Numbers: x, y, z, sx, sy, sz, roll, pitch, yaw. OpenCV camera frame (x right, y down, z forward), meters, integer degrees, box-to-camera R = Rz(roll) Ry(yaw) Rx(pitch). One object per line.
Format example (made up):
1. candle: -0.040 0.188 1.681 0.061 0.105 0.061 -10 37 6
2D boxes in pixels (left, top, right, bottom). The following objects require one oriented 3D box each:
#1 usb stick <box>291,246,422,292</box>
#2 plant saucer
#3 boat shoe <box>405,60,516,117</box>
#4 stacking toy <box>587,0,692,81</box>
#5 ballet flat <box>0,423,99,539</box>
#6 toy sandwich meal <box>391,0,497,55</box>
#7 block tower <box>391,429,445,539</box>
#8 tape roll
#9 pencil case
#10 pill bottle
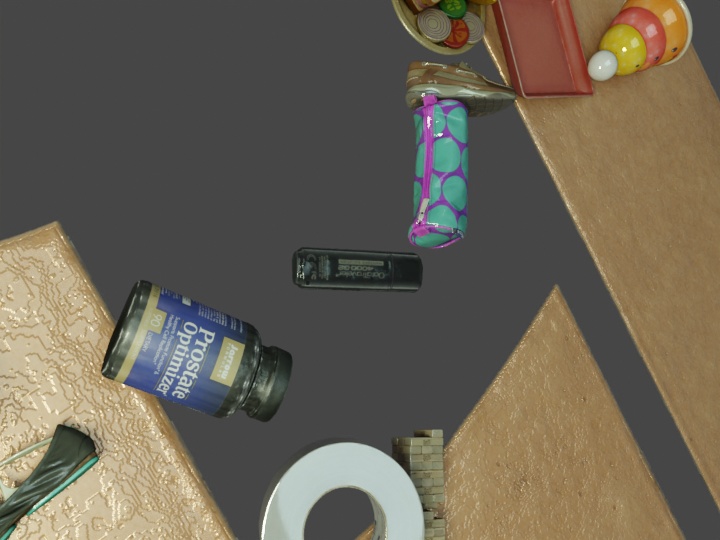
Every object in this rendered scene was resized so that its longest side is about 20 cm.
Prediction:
1. usb stick: 0.000 0.000 0.935 0.195 0.032 0.057 2 86 -27
2. plant saucer: 0.299 -0.382 1.146 0.196 0.036 0.206 -12 85 -37
3. boat shoe: 0.156 -0.285 1.046 0.195 0.075 0.074 -1 79 -29
4. stacking toy: 0.467 -0.391 1.199 0.198 0.146 0.148 -37 97 -18
5. ballet flat: -0.359 0.238 0.692 0.068 0.068 0.200 44 54 -2
6. toy sandwich meal: 0.128 -0.441 1.061 0.200 0.070 0.212 5 78 -26
7. block tower: 0.077 0.316 0.903 0.056 0.054 0.207 6 77 -26
8. tape roll: -0.024 0.309 0.820 0.194 0.066 0.207 1 82 -11
9. pencil case: 0.114 -0.140 0.989 0.092 0.083 0.207 20 69 -52
10. pill bottle: -0.181 0.099 0.778 0.196 0.111 0.115 24 70 -21
